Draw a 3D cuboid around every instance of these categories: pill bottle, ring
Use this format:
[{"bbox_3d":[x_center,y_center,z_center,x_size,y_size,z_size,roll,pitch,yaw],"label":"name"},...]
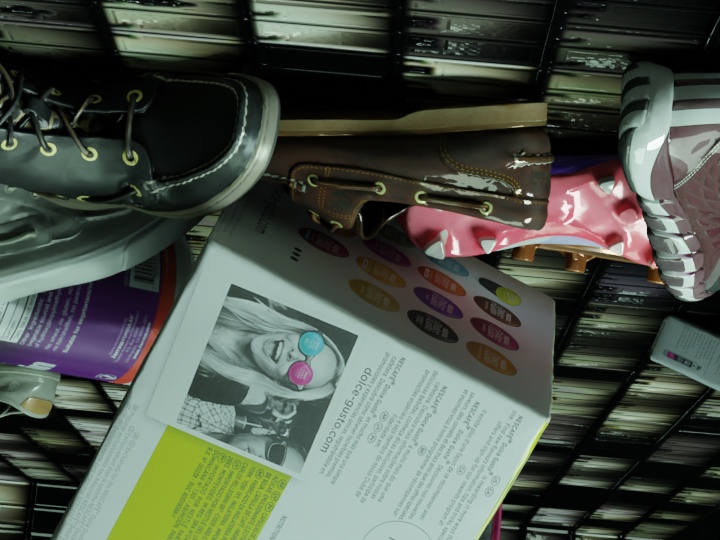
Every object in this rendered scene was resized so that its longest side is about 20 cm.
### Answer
[{"bbox_3d":[-0.213,0.005,1.472,0.200,0.113,0.112,12,167,-30],"label":"pill bottle"},{"bbox_3d":[0.114,-0.011,1.382,0.200,0.019,0.200,10,-179,0],"label":"ring"}]

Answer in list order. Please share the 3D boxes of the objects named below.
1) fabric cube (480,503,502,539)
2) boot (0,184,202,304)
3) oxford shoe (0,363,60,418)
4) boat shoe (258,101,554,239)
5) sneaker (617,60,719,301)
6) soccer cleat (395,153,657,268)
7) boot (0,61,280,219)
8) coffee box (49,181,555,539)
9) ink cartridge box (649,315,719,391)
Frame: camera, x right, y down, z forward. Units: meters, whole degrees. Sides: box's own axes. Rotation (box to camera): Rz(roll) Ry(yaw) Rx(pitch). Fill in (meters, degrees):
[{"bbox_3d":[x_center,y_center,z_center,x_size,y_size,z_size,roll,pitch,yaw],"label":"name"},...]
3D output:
[{"bbox_3d":[-0.015,0.152,1.899,0.199,0.196,0.200,-3,167,33],"label":"fabric cube"},{"bbox_3d":[-0.189,-0.043,1.337,0.200,0.074,0.096,-21,125,5],"label":"boot"},{"bbox_3d":[-0.370,0.117,2.239,0.200,0.058,0.075,-2,169,38],"label":"oxford shoe"},{"bbox_3d":[0.002,-0.050,1.188,0.200,0.070,0.070,2,-172,28],"label":"boat shoe"},{"bbox_3d":[0.198,-0.040,1.135,0.115,0.076,0.200,-3,159,17],"label":"sneaker"},{"bbox_3d":[0.116,-0.041,1.264,0.200,0.067,0.076,-2,-153,-6],"label":"soccer cleat"},{"bbox_3d":[-0.152,-0.076,1.162,0.150,0.073,0.200,16,170,-42],"label":"boot"},{"bbox_3d":[-0.024,0.083,1.264,0.198,0.200,0.200,28,-162,-3],"label":"coffee box"},{"bbox_3d":[0.342,0.100,1.697,0.200,0.043,0.196,27,-175,41],"label":"ink cartridge box"}]
